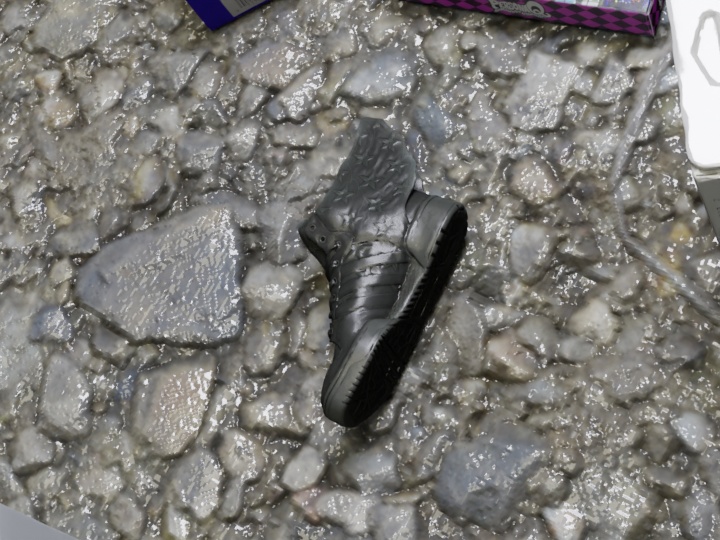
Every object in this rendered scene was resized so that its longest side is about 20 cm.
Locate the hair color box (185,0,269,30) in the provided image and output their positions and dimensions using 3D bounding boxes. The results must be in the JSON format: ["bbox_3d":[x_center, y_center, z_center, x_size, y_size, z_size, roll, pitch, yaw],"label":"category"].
[{"bbox_3d":[-0.105,-0.297,1.162,0.108,0.065,0.202,-25,61,10],"label":"hair color box"}]

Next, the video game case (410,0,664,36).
[{"bbox_3d":[0.135,-0.264,1.075,0.198,0.036,0.183,12,74,24],"label":"video game case"}]

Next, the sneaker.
[{"bbox_3d":[-0.001,-0.001,1.008,0.103,0.060,0.201,22,73,25],"label":"sneaker"}]

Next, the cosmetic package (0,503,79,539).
[{"bbox_3d":[-0.262,0.261,0.935,0.198,0.166,0.169,-17,64,12],"label":"cosmetic package"}]

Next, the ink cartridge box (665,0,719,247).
[{"bbox_3d":[0.234,-0.082,0.872,0.085,0.200,0.149,-10,66,16],"label":"ink cartridge box"}]
